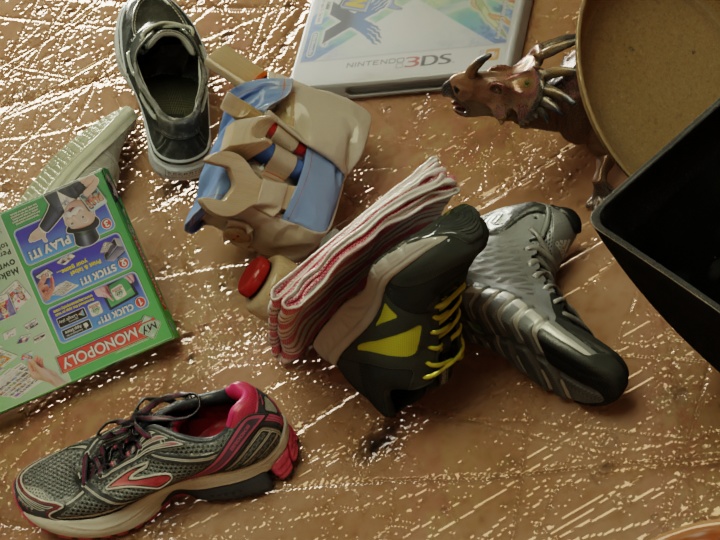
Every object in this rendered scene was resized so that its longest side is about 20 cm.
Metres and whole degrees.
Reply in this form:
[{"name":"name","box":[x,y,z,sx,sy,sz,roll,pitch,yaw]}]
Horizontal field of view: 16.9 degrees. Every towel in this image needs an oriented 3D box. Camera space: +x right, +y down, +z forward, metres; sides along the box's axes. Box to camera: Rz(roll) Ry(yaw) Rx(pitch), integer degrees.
[{"name":"towel","box":[0.000,0.000,1.629,0.146,0.200,0.030,-39,81,-10]}]

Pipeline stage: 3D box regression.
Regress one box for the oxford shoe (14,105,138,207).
[{"name":"oxford shoe","box":[-0.219,-0.053,1.854,0.075,0.058,0.200,-30,22,41]}]

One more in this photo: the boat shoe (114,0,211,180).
[{"name":"boat shoe","box":[-0.145,-0.159,1.882,0.072,0.071,0.200,-7,47,-15]}]

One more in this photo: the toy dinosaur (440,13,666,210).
[{"name":"toy dinosaur","box":[0.168,-0.139,1.687,0.200,0.136,0.086,-40,47,-11]}]

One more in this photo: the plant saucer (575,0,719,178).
[{"name":"plant saucer","box":[0.214,-0.129,1.642,0.035,0.200,0.200,-19,37,54]}]

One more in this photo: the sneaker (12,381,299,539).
[{"name":"sneaker","box":[-0.146,0.121,1.654,0.200,0.075,0.081,-18,47,11]}]

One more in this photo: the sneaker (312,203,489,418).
[{"name":"sneaker","box":[0.044,0.028,1.588,0.074,0.200,0.085,-33,81,-33]}]

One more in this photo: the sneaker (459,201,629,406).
[{"name":"sneaker","box":[0.125,0.007,1.627,0.200,0.075,0.115,28,65,40]}]

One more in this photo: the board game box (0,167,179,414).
[{"name":"board game box","box":[-0.249,0.027,1.756,0.200,0.029,0.135,-23,90,5]}]

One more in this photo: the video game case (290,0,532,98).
[{"name":"video game case","box":[0.048,-0.217,1.888,0.182,0.022,0.200,-3,51,22]}]

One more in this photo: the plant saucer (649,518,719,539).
[{"name":"plant saucer","box":[0.213,0.237,1.415,0.200,0.037,0.200,-12,48,14]}]

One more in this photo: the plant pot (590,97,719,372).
[{"name":"plant pot","box":[0.294,0.002,1.479,0.200,0.177,0.199,-42,48,-11]}]

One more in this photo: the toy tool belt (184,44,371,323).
[{"name":"toy tool belt","box":[-0.080,-0.064,1.738,0.125,0.123,0.200,-40,27,47]}]
